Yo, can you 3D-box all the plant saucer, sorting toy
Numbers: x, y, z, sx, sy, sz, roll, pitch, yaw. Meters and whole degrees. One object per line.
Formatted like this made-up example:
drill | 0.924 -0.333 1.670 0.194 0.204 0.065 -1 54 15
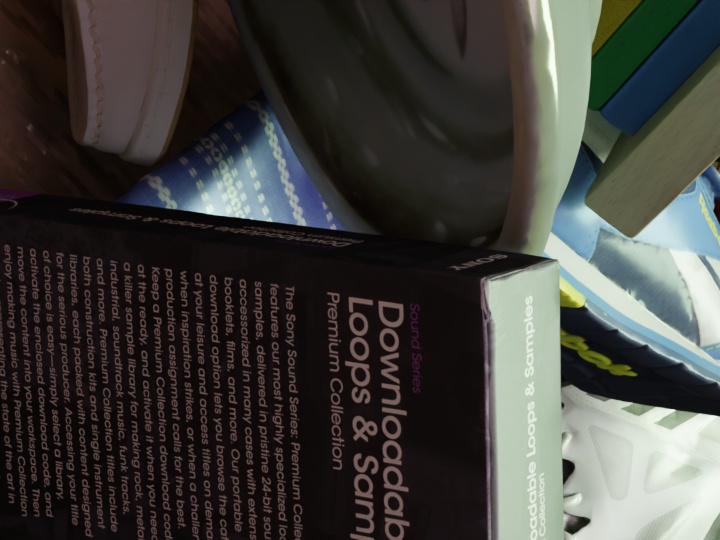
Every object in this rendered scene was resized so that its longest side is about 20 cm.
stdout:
plant saucer | 0.013 -0.091 0.644 0.050 0.200 0.201 -20 114 -19
sorting toy | 0.129 -0.139 0.708 0.070 0.200 0.199 35 54 -4

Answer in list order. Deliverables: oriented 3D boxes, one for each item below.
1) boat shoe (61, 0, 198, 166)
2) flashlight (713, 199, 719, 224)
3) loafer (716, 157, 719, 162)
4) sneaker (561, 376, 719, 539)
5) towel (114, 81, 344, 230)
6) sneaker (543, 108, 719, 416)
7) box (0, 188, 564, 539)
boat shoe | -0.082 -0.120 0.678 0.069 0.071 0.200 -8 117 -16
flashlight | 0.111 -0.040 0.882 0.200 0.068 0.068 64 13 -44
loafer | 0.105 -0.101 0.900 0.200 0.063 0.072 49 60 -43
sneaker | 0.064 0.101 0.903 0.115 0.076 0.201 43 74 -17
towel | 0.000 0.000 0.778 0.200 0.024 0.145 -41 125 -39
sneaker | 0.087 -0.007 0.808 0.200 0.074 0.082 35 65 -47
box | -0.037 0.058 0.651 0.036 0.200 0.143 -17 109 -48
